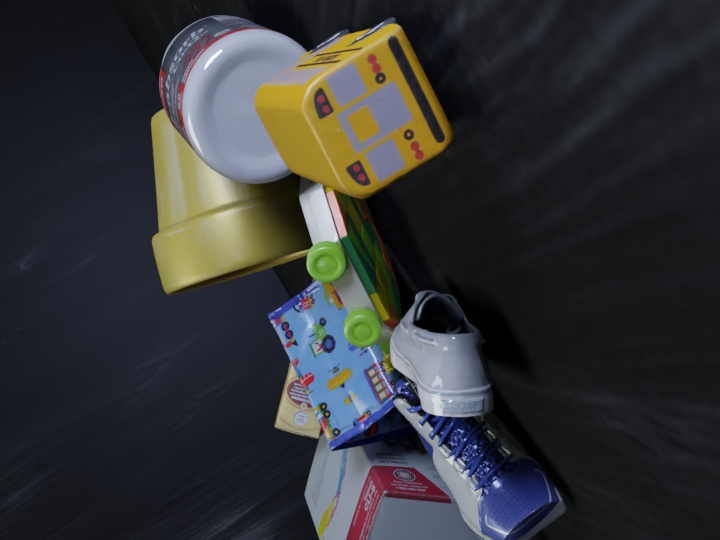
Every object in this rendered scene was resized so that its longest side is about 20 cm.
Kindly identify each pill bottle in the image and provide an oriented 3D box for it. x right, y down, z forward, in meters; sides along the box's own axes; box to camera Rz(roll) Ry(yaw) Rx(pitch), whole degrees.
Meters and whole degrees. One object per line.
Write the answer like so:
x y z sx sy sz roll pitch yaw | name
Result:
-0.106 -0.149 0.864 0.117 0.115 0.200 61 172 -24 | pill bottle

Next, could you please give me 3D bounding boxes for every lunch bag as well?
0.019 0.090 1.063 0.199 0.094 0.152 11 -132 -60 | lunch bag

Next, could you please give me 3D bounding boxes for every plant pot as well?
-0.146 -0.092 1.153 0.201 0.197 0.192 151 102 -83 | plant pot

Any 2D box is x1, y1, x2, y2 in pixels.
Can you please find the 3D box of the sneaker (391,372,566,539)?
0.080 0.138 0.879 0.115 0.080 0.200 52 180 -40 | sneaker

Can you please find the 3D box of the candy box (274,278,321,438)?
-0.047 0.086 1.182 0.055 0.204 0.117 13 171 -1 | candy box

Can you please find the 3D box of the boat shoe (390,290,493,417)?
0.059 0.051 0.792 0.200 0.071 0.070 -85 -5 -80 | boat shoe

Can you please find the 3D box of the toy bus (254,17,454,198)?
-0.009 -0.091 0.583 0.066 0.078 0.200 60 173 -15 | toy bus

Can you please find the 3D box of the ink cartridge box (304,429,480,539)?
0.040 0.243 1.113 0.200 0.143 0.147 -125 47 -61 | ink cartridge box

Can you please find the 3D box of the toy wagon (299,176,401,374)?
0.000 0.000 0.901 0.156 0.039 0.202 -90 -25 -59 | toy wagon
